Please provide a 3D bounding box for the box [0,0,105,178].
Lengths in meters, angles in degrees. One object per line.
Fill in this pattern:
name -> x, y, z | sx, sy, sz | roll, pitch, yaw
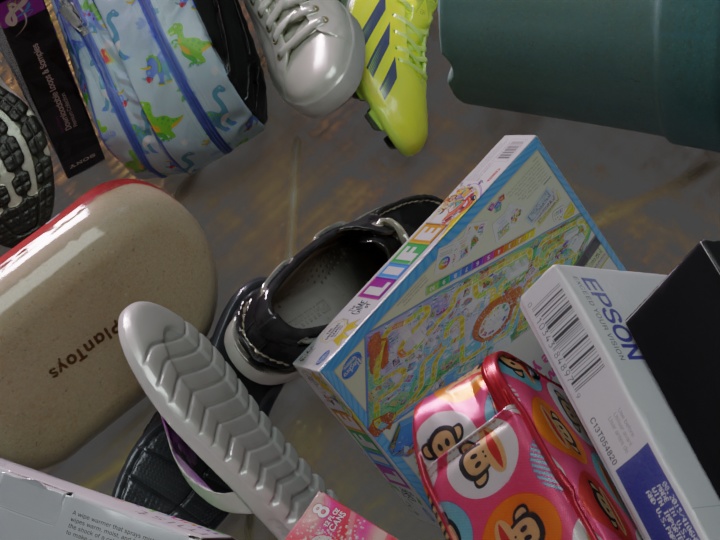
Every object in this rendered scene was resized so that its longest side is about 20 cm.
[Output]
box -> -0.233, -0.174, 1.069 | 0.036, 0.201, 0.143 | -26, 61, -11

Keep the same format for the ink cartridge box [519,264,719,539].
ink cartridge box -> 0.205, 0.088, 0.882 | 0.199, 0.041, 0.200 | 5, 48, -42

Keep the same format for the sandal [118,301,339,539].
sandal -> -0.081, 0.108, 0.923 | 0.050, 0.082, 0.203 | -38, 95, 20

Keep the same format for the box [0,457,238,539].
box -> -0.189, 0.202, 0.874 | 0.198, 0.097, 0.178 | 15, 81, 16

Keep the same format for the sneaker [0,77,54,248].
sneaker -> -0.267, -0.105, 1.106 | 0.076, 0.089, 0.201 | -25, 83, -8

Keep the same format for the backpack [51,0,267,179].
backpack -> -0.138, -0.161, 1.086 | 0.153, 0.163, 0.200 | -38, 69, -6

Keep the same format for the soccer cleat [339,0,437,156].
soccer cleat -> 0.024, -0.171, 1.108 | 0.083, 0.065, 0.201 | -21, 56, 11

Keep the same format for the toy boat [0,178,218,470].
toy boat -> -0.190, 0.024, 1.010 | 0.200, 0.131, 0.131 | -38, 33, -15

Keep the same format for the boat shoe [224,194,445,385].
boat shoe -> 0.000, 0.000, 0.982 | 0.199, 0.060, 0.074 | -29, 77, -38

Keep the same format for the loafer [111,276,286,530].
loafer -> -0.096, 0.098, 0.984 | 0.072, 0.063, 0.201 | 33, 70, -10

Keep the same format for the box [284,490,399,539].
box -> -0.032, 0.232, 0.823 | 0.099, 0.096, 0.200 | 28, 68, 20

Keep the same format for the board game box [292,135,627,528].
board game box -> 0.070, 0.035, 0.953 | 0.200, 0.135, 0.034 | -46, 25, -19

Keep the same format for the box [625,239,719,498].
box -> 0.247, 0.084, 0.815 | 0.140, 0.079, 0.201 | -3, 55, -34

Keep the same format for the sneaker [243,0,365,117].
sneaker -> -0.058, -0.185, 1.078 | 0.073, 0.085, 0.201 | -37, 45, 18

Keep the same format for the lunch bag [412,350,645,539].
lunch bag -> 0.119, 0.153, 0.851 | 0.082, 0.176, 0.201 | -36, 56, 16

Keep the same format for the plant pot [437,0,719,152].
plant pot -> 0.163, -0.178, 1.035 | 0.194, 0.201, 0.201 | 7, 60, 19
